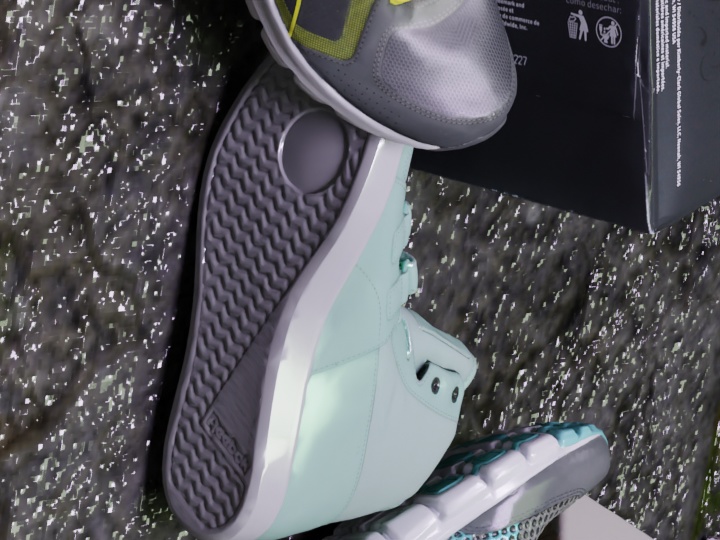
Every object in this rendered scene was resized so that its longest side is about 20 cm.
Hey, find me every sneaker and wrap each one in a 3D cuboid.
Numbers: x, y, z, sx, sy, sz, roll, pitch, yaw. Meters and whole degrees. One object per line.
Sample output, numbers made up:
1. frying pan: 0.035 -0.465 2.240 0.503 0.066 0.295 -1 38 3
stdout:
1. sneaker: -0.005 -0.125 0.917 0.074 0.085 0.200 -41 107 -26
2. sneaker: 0.000 0.000 1.038 0.118 0.074 0.201 0 111 -50
3. sneaker: 0.026 0.132 1.096 0.200 0.078 0.091 -34 101 -24

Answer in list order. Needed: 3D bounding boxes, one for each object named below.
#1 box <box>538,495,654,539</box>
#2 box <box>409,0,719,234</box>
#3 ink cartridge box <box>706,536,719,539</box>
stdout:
1. box: 0.079 0.186 1.114 0.095 0.078 0.200 -49 -164 26
2. box: 0.107 -0.116 1.064 0.200 0.148 0.125 -27 124 -43
3. ink cartridge box: 0.221 0.231 1.420 0.200 0.085 0.146 30 80 -55
